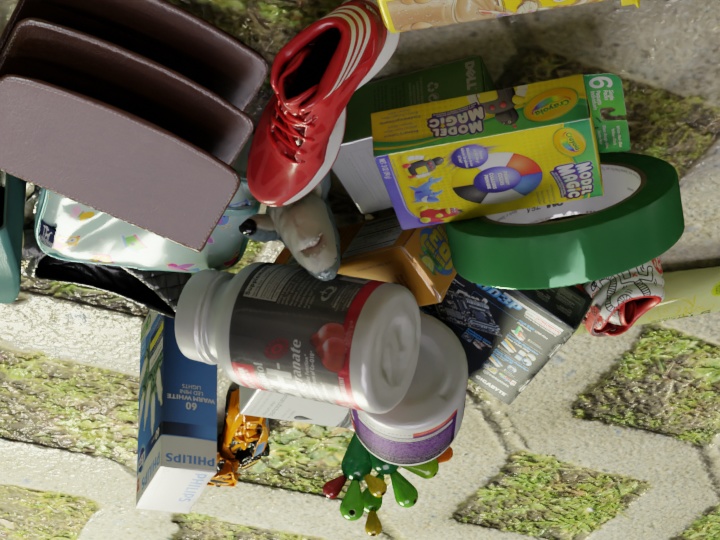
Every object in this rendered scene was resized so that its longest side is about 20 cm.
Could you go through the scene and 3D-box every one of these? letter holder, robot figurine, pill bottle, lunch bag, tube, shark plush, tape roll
[{"bbox_3d":[-0.180,-0.129,1.262,0.199,0.101,0.143,23,121,-21],"label":"letter holder"},{"bbox_3d":[-0.168,0.189,1.869,0.144,0.059,0.201,4,147,-9],"label":"robot figurine"},{"bbox_3d":[0.043,0.120,1.553,0.110,0.112,0.200,-3,160,0],"label":"pill bottle"},{"bbox_3d":[-0.057,0.053,1.431,0.198,0.111,0.111,9,155,27],"label":"pill bottle"},{"bbox_3d":[-0.187,-0.069,1.431,0.198,0.078,0.161,6,148,-15],"label":"lunch bag"},{"bbox_3d":[0.302,0.027,1.654,0.198,0.052,0.058,-8,-171,0],"label":"tube"},{"bbox_3d":[-0.049,-0.031,1.438,0.091,0.083,0.200,-40,-177,-6],"label":"shark plush"},{"bbox_3d":[0.171,-0.044,1.395,0.198,0.201,0.049,-10,110,11],"label":"tape roll"}]

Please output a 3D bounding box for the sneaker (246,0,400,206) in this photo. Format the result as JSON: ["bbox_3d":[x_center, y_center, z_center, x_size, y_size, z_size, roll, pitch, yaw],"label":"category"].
[{"bbox_3d":[-0.055,-0.125,1.276,0.115,0.078,0.201,-29,152,-58],"label":"sneaker"}]

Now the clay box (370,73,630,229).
[{"bbox_3d":[0.117,-0.095,1.326,0.198,0.048,0.115,-9,149,10],"label":"clay box"}]

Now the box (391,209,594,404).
[{"bbox_3d":[0.096,0.024,1.547,0.199,0.046,0.159,33,144,1],"label":"box"}]

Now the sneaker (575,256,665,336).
[{"bbox_3d":[0.192,0.017,1.561,0.200,0.109,0.067,-22,156,27],"label":"sneaker"}]

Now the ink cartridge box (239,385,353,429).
[{"bbox_3d":[-0.011,0.096,1.705,0.198,0.084,0.145,9,146,-19],"label":"ink cartridge box"}]

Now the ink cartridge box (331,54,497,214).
[{"bbox_3d":[0.073,-0.119,1.387,0.198,0.060,0.104,-13,146,16],"label":"ink cartridge box"}]

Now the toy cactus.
[{"bbox_3d":[0.013,0.188,1.822,0.102,0.200,0.166,-17,108,49],"label":"toy cactus"}]

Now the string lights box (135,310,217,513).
[{"bbox_3d":[-0.180,0.125,1.628,0.058,0.202,0.103,9,146,-19],"label":"string lights box"}]

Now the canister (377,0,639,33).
[{"bbox_3d":[0.103,-0.242,1.166,0.198,0.087,0.149,-7,148,11],"label":"canister"}]

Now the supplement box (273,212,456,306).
[{"bbox_3d":[0.000,0.000,1.502,0.199,0.069,0.067,-12,123,47],"label":"supplement box"}]

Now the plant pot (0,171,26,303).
[{"bbox_3d":[-0.350,-0.053,1.399,0.140,0.143,0.200,-1,156,-2],"label":"plant pot"}]

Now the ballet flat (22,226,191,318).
[{"bbox_3d":[-0.250,0.000,1.558,0.198,0.057,0.067,11,145,-21],"label":"ballet flat"}]
